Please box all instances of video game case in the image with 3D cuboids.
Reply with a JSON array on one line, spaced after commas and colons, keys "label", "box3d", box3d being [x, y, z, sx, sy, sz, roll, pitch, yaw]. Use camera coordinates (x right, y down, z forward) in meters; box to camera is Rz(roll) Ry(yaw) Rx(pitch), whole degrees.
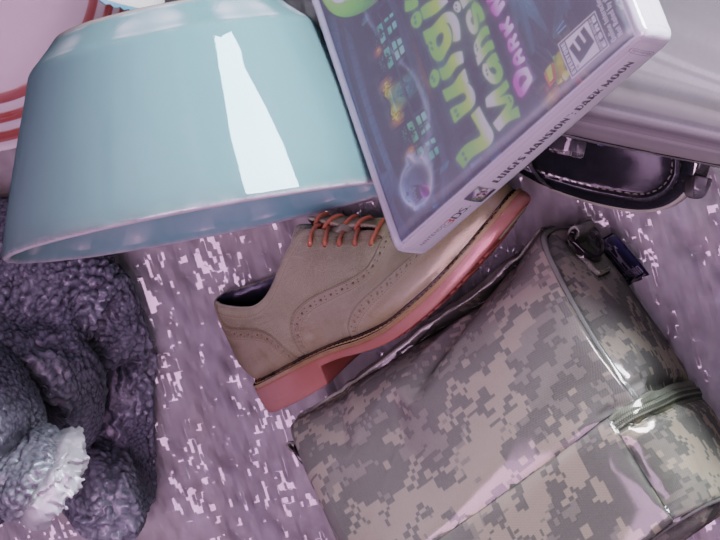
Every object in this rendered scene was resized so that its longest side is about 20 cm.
[{"label": "video game case", "box3d": [0.047, -0.138, 1.313, 0.182, 0.023, 0.200, -42, 56, 40]}]

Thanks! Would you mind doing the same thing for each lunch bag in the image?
[{"label": "lunch bag", "box3d": [0.078, 0.092, 1.439, 0.200, 0.139, 0.168, -37, 82, 19]}]

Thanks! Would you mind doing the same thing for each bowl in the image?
[{"label": "bowl", "box3d": [-0.086, -0.072, 1.400, 0.200, 0.201, 0.105, -12, 88, 16]}]

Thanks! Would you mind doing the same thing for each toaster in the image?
[{"label": "toaster", "box3d": [0.158, -0.138, 1.333, 0.129, 0.114, 0.200, 17, 91, -9]}]

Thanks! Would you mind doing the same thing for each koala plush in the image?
[{"label": "koala plush", "box3d": [-0.200, 0.071, 1.458, 0.177, 0.200, 0.184, 13, 112, 8]}]

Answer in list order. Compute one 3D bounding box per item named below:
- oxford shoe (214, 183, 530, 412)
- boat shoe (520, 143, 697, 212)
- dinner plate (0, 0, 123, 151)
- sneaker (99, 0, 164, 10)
[{"label": "oxford shoe", "box3d": [0.000, 0.000, 1.444, 0.200, 0.071, 0.074, -35, 94, 33]}, {"label": "boat shoe", "box3d": [0.075, -0.084, 1.415, 0.200, 0.062, 0.075, 29, 112, -1]}, {"label": "dinner plate", "box3d": [-0.208, -0.158, 1.471, 0.200, 0.024, 0.200, 4, 111, 10]}, {"label": "sneaker", "box3d": [-0.169, -0.204, 1.401, 0.200, 0.077, 0.081, 28, 101, -3]}]
